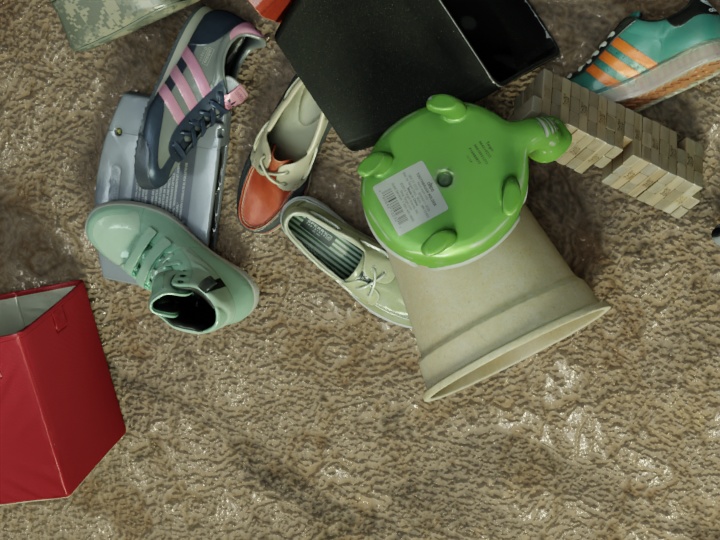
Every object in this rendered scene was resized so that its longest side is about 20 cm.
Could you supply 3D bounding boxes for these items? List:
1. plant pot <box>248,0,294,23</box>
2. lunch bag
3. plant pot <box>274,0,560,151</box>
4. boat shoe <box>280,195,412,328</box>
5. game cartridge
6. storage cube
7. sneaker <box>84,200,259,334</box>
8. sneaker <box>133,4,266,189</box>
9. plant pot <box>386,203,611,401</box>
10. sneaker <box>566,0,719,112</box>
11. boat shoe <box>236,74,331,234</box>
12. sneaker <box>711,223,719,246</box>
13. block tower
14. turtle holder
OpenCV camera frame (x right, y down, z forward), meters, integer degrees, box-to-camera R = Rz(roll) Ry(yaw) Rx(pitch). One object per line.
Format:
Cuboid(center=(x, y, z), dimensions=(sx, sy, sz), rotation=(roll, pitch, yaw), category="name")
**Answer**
Cuboid(center=(-0.072, -0.368, 1.606), dimensions=(0.176, 0.200, 0.200), rotation=(-38, 89, 9), category="plant pot")
Cuboid(center=(-0.235, -0.321, 1.649), dimensions=(0.139, 0.200, 0.168), rotation=(-20, 101, 20), category="lunch bag")
Cuboid(center=(0.040, -0.226, 1.604), dimensions=(0.177, 0.199, 0.201), rotation=(-33, 91, 28), category="plant pot")
Cuboid(center=(0.000, 0.000, 1.705), dimensions=(0.199, 0.062, 0.072), rotation=(33, 107, -4), category="boat shoe")
Cuboid(center=(-0.210, -0.081, 1.771), dimensions=(0.132, 0.042, 0.201), rotation=(13, 103, 17), category="game cartridge")
Cuboid(center=(-0.368, 0.131, 1.771), dimensions=(0.170, 0.200, 0.181), rotation=(-10, 104, 16), category="storage cube")
Cuboid(center=(-0.205, -0.005, 1.704), dimensions=(0.200, 0.118, 0.074), rotation=(28, 108, 9), category="sneaker")
Cuboid(center=(-0.160, -0.167, 1.689), dimensions=(0.082, 0.070, 0.201), rotation=(17, 80, 16), category="sneaker")
Cuboid(center=(0.111, 0.000, 1.634), dimensions=(0.200, 0.200, 0.184), rotation=(-29, 80, 18), category="plant pot")
Cuboid(center=(0.254, -0.197, 1.615), dimensions=(0.199, 0.071, 0.080), rotation=(-22, 74, 23), category="sneaker")
Cuboid(center=(-0.073, -0.122, 1.713), dimensions=(0.071, 0.063, 0.201), rotation=(32, 108, 5), category="boat shoe")
Cuboid(center=(0.389, -0.022, 1.544), dimensions=(0.074, 0.200, 0.088), rotation=(-42, 93, 1), category="sneaker")
Cuboid(center=(0.232, -0.119, 1.584), dimensions=(0.199, 0.058, 0.054), rotation=(22, 143, -19), category="block tower")
Cuboid(center=(0.086, -0.085, 1.502), dimensions=(0.141, 0.132, 0.186), rotation=(31, 83, 11), category="turtle holder")
